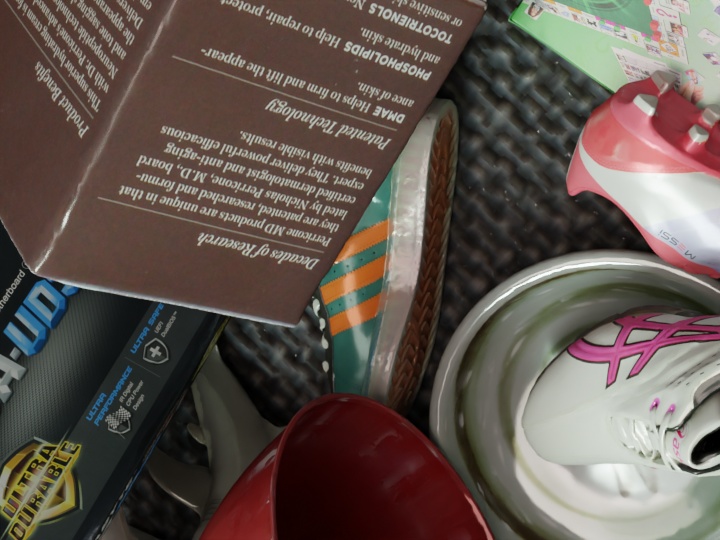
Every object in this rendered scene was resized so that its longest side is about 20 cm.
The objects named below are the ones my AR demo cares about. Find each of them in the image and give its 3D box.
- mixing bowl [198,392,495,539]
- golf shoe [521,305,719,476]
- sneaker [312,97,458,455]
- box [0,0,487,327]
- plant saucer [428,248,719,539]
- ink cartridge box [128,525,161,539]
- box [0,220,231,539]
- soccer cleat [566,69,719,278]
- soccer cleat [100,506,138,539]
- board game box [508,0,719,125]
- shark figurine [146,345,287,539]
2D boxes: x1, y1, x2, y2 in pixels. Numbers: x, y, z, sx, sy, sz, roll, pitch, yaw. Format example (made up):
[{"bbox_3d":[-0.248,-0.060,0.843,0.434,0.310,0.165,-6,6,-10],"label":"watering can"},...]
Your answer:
[{"bbox_3d":[-0.016,0.173,0.754,0.108,0.200,0.200,-29,90,27],"label":"mixing bowl"},{"bbox_3d":[0.148,0.058,0.708,0.200,0.092,0.073,-23,103,40],"label":"golf shoe"},{"bbox_3d":[0.000,0.000,0.835,0.080,0.071,0.201,11,98,19],"label":"sneaker"},{"bbox_3d":[-0.080,-0.108,0.756,0.200,0.164,0.166,-59,45,20],"label":"box"},{"bbox_3d":[0.138,0.083,0.810,0.200,0.050,0.201,4,103,19],"label":"plant saucer"},{"bbox_3d":[-0.099,0.269,0.880,0.200,0.145,0.148,22,108,14],"label":"ink cartridge box"},{"bbox_3d":[-0.175,0.052,0.787,0.159,0.200,0.046,29,153,0],"label":"box"},{"bbox_3d":[0.191,-0.015,0.741,0.200,0.067,0.077,38,133,6],"label":"soccer cleat"},{"bbox_3d":[-0.156,0.146,0.816,0.200,0.077,0.069,57,152,36],"label":"soccer cleat"},{"bbox_3d":[0.192,-0.125,0.760,0.200,0.029,0.135,37,111,9],"label":"board game box"},{"bbox_3d":[-0.069,0.083,0.867,0.089,0.128,0.215,-36,62,31],"label":"shark figurine"}]
